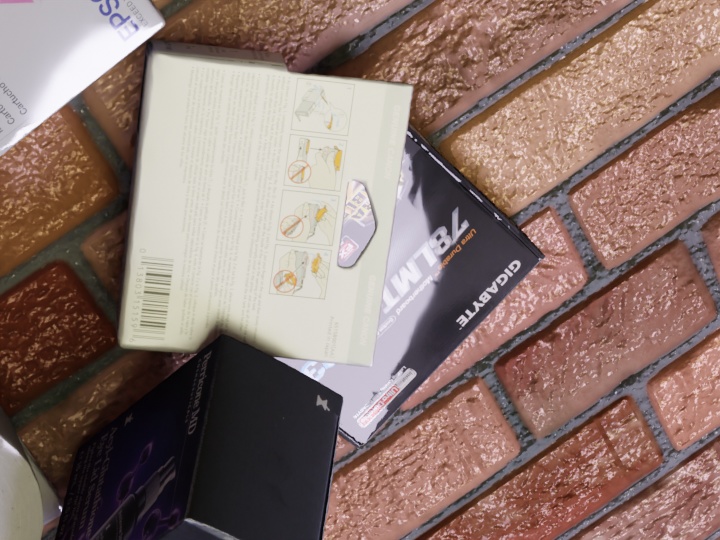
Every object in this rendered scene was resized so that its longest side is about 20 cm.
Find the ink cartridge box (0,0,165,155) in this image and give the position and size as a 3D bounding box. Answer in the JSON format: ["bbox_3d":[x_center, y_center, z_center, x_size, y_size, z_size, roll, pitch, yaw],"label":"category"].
[{"bbox_3d":[-0.250,-0.163,1.315,0.200,0.043,0.197,-40,128,-1],"label":"ink cartridge box"}]

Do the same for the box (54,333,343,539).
[{"bbox_3d":[-0.113,0.160,1.445,0.104,0.149,0.200,29,136,-23],"label":"box"}]

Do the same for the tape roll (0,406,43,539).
[{"bbox_3d":[-0.313,0.162,1.435,0.199,0.066,0.202,-12,122,-20],"label":"tape roll"}]

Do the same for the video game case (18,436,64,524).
[{"bbox_3d":[-0.327,0.155,1.478,0.199,0.023,0.183,-32,127,-5],"label":"video game case"}]

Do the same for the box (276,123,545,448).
[{"bbox_3d":[0.000,0.000,1.525,0.200,0.050,0.198,-45,126,6],"label":"box"}]

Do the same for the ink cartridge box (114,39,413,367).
[{"bbox_3d":[-0.065,-0.042,1.425,0.172,0.044,0.202,5,107,-11],"label":"ink cartridge box"}]
